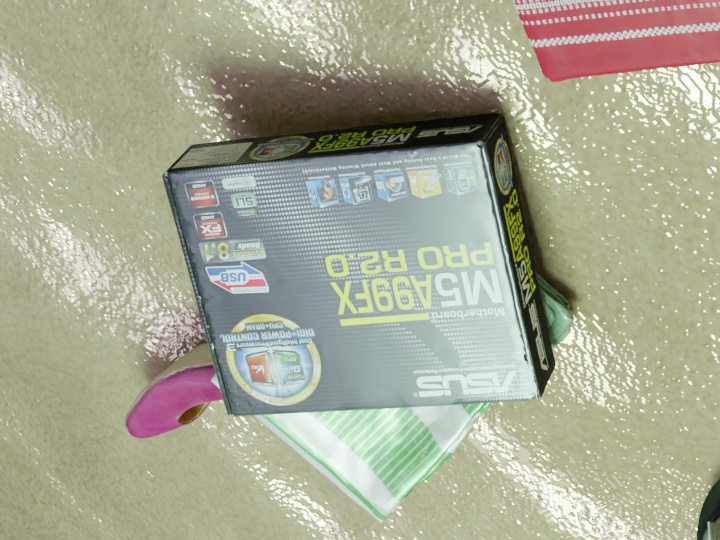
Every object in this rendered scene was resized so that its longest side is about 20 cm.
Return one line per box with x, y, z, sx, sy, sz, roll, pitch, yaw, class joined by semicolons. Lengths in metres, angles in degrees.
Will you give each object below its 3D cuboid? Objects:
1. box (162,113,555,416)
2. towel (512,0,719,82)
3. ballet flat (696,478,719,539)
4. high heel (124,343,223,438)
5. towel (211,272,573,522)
0.000;0.000;1.253;0.198;0.044;0.161;-4;113;22;box
0.118;-0.184;1.073;0.144;0.023;0.201;-2;123;39;towel
0.231;0.139;1.245;0.068;0.068;0.201;29;138;10;ballet flat
-0.075;0.084;1.419;0.200;0.067;0.096;-39;89;35;high heel
0.016;0.045;1.307;0.152;0.023;0.200;39;122;-1;towel
